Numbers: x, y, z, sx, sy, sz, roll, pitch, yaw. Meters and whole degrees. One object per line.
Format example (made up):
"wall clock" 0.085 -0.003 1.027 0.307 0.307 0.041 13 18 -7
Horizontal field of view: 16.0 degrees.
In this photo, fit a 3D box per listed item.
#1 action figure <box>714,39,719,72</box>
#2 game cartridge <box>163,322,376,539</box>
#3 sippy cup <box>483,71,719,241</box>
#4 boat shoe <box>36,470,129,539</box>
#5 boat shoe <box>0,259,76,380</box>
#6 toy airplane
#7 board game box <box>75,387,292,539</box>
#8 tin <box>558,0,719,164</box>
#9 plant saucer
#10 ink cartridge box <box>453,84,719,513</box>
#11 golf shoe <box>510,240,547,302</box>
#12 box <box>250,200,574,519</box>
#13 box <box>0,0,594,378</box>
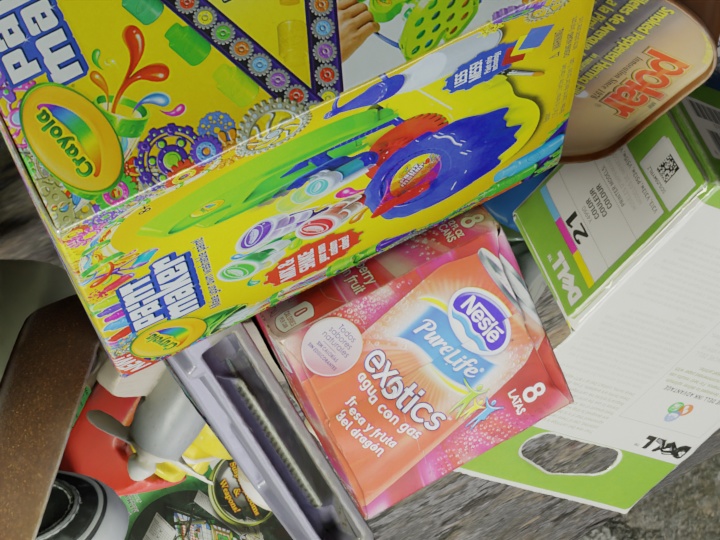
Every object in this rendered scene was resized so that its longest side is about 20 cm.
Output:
"action figure" 0.175 -0.158 1.057 0.199 0.105 0.193 -22 175 -12
"game cartridge" -0.061 0.042 1.083 0.038 0.130 0.200 -38 134 -9
"sippy cup" 0.122 -0.063 1.256 0.130 0.140 0.179 5 120 -49
"boat shoe" -0.205 0.109 1.172 0.198 0.074 0.068 0 140 24
"boat shoe" -0.206 0.053 1.132 0.199 0.072 0.063 -27 173 2
"toy airplane" -0.050 0.048 1.267 0.199 0.142 0.199 -23 165 -20
"board game box" -0.087 0.130 1.366 0.104 0.201 0.023 -25 166 -8
"tin" 0.080 -0.097 1.068 0.042 0.111 0.200 -70 -169 -21
"plant saucer" -0.143 0.098 1.021 0.034 0.202 0.200 17 156 -5
"ink cartridge box" 0.130 0.016 1.196 0.147 0.076 0.200 17 127 -42
"golf shoe" 0.062 0.006 1.373 0.200 0.075 0.092 -50 172 -50
"box" 0.000 0.000 1.066 0.099 0.096 0.200 -28 -150 -4
"box" -0.034 -0.078 0.889 0.192 0.123 0.200 -26 166 -6
